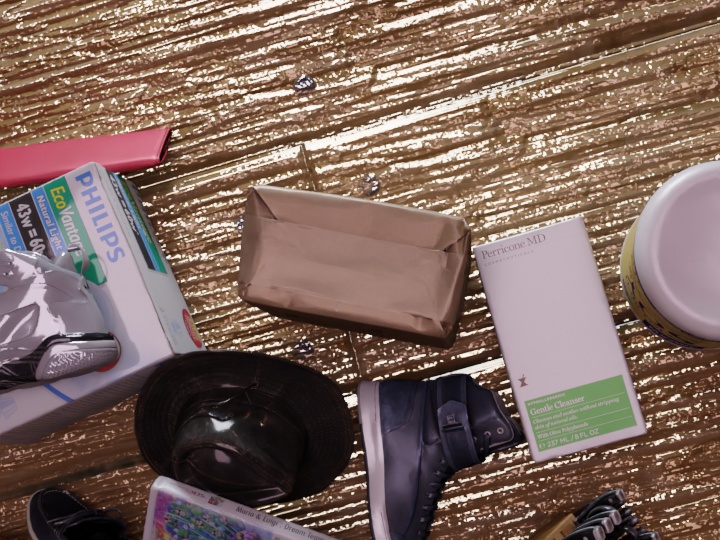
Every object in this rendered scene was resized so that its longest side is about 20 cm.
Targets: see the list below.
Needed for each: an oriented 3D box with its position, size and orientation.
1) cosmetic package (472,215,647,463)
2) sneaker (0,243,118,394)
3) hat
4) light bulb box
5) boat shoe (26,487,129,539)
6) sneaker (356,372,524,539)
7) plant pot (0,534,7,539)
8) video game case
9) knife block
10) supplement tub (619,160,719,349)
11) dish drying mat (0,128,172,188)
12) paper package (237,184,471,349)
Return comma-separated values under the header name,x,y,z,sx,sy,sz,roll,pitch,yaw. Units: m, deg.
name,x,y,z,sx,sy,sz,roll,pitch,yaw
cosmetic package,0.179,0.063,1.147,0.108,0.085,0.200,-18,83,7
sneaker,-0.314,0.048,1.086,0.200,0.075,0.115,-13,83,0
hat,-0.105,0.161,1.119,0.200,0.081,0.201,0,121,0
light bulb box,-0.280,0.034,1.182,0.200,0.125,0.198,-25,82,4
boat shoe,-0.243,0.244,1.141,0.200,0.075,0.062,34,113,50
sneaker,0.080,0.192,1.147,0.146,0.077,0.202,-8,82,8
plant pot,-0.333,0.336,1.132,0.200,0.200,0.183,-46,65,0
video game case,-0.113,0.292,1.133,0.182,0.024,0.200,18,120,8
knife block,0.158,0.266,1.080,0.200,0.176,0.064,-39,80,1
supplement tub,0.298,-0.007,1.081,0.145,0.200,0.145,-1,83,6
dish drying mat,-0.285,-0.106,1.230,0.200,0.077,0.018,-6,119,6
paper package,0.000,0.000,1.115,0.191,0.200,0.104,10,85,7
